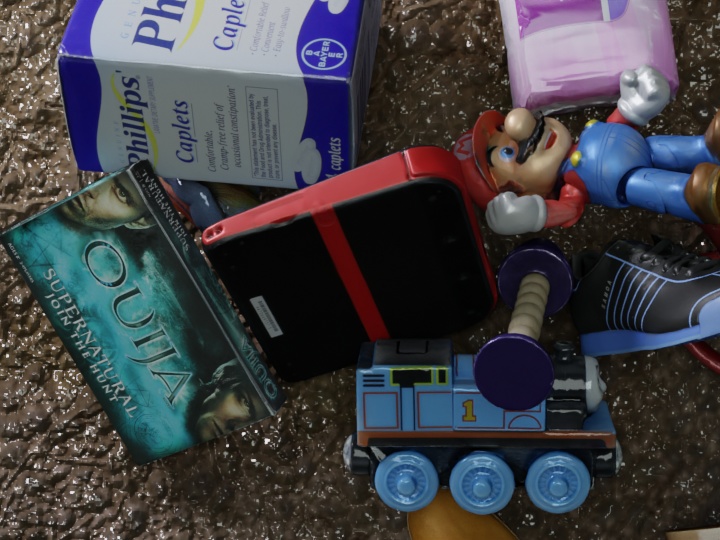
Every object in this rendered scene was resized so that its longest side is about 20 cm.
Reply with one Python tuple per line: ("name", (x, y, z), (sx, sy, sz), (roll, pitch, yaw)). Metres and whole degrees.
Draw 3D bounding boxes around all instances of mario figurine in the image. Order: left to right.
("mario figurine", (0.150, -0.081, 0.963), (0.198, 0.123, 0.107), (3, 103, 28))

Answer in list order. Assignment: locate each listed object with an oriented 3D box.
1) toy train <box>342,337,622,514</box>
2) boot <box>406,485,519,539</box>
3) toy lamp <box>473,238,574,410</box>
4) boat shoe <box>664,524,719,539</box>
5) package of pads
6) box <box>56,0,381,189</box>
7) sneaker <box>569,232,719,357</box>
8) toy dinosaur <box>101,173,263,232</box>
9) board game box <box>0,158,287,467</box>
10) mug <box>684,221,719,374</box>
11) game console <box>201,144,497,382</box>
("toy train", (0.086, 0.106, 1.009), (0.198, 0.087, 0.115), (0, 106, 5))
("boot", (0.100, 0.236, 0.980), (0.071, 0.144, 0.202), (-36, 84, 0))
("toy lamp", (0.113, 0.028, 0.971), (0.058, 0.200, 0.059), (5, 111, 12))
("boat shoe", (0.316, 0.207, 1.004), (0.198, 0.070, 0.071), (-10, 78, 12))
("package of pads", (0.159, -0.214, 1.045), (0.119, 0.076, 0.202), (-7, 85, 3))
("box", (-0.092, -0.163, 1.005), (0.198, 0.105, 0.185), (5, 49, 5))
("sneaker", (0.206, 0.011, 0.971), (0.070, 0.200, 0.079), (-12, 87, -30))
("toy dinosaur", (-0.072, -0.035, 1.068), (0.105, 0.199, 0.182), (-42, 106, -41))
("board game box", (-0.155, 0.034, 1.015), (0.135, 0.028, 0.201), (-23, 104, 30))
("mug", (0.328, 0.022, 1.007), (0.133, 0.177, 0.201), (-30, 88, -38))
("game console", (0.000, 0.000, 0.988), (0.175, 0.200, 0.031), (-17, 55, 5))
